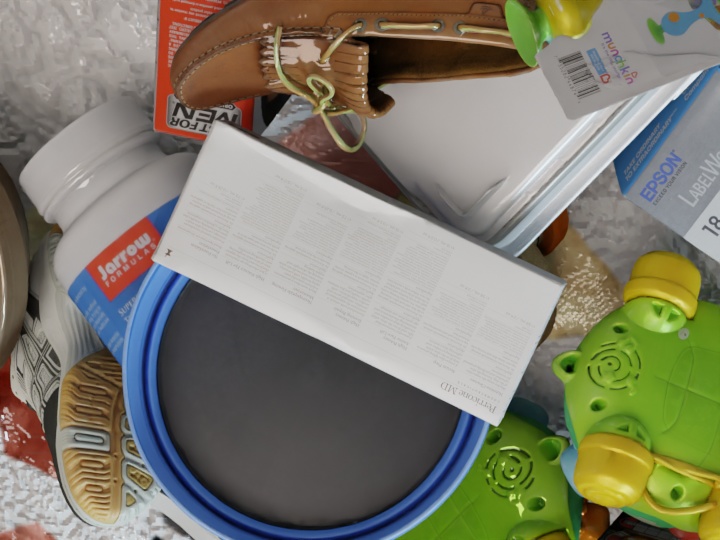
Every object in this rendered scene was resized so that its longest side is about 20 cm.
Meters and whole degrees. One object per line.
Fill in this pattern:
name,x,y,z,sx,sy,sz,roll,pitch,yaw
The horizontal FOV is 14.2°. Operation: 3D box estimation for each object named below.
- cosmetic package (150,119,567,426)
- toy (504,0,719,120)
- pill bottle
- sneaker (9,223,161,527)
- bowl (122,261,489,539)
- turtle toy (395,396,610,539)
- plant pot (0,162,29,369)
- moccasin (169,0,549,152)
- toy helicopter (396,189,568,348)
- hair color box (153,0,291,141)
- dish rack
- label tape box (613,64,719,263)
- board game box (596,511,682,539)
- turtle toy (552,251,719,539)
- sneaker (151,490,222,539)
cosmetic package,0.000,0.000,1.497,0.200,0.051,0.083,26,94,5
toy,0.164,-0.146,1.439,0.115,0.199,0.047,63,161,21
pill bottle,-0.103,0.005,1.627,0.112,0.112,0.200,-43,81,31
sneaker,-0.161,0.071,1.677,0.075,0.200,0.088,16,138,-31
bowl,-0.027,0.054,1.542,0.200,0.039,0.201,0,84,2
turtle toy,0.067,0.152,1.665,0.200,0.101,0.146,-49,63,39
plant pot,-0.264,-0.022,1.691,0.200,0.093,0.201,12,115,27
moccasin,0.000,-0.109,1.469,0.201,0.078,0.074,-8,157,7
toy helicopter,0.019,0.000,1.638,0.200,0.079,0.133,19,130,22
hair color box,-0.065,-0.178,1.546,0.061,0.102,0.201,12,120,12
dish rack,0.072,-0.119,1.513,0.200,0.044,0.172,-47,75,21
label tape box,0.208,-0.082,1.521,0.200,0.063,0.144,34,121,0
board game box,0.177,0.168,1.578,0.105,0.200,0.024,18,108,15
turtle toy,0.192,0.090,1.574,0.200,0.146,0.101,24,156,-11
sneaker,-0.067,0.110,1.710,0.200,0.073,0.112,30,123,5
